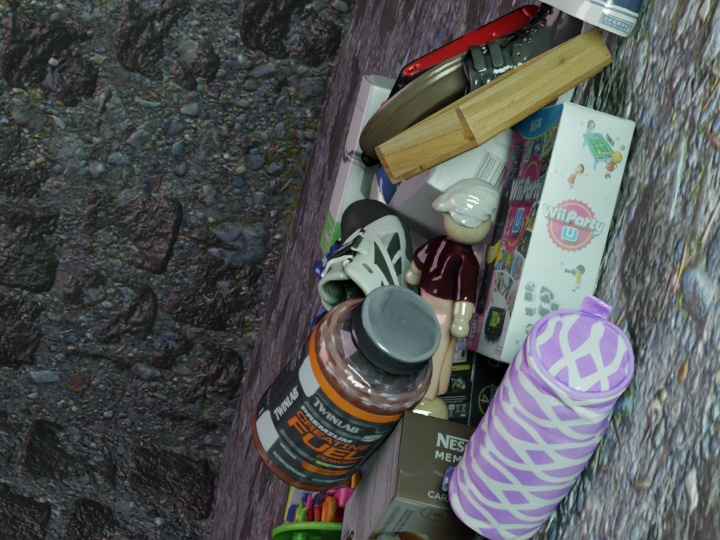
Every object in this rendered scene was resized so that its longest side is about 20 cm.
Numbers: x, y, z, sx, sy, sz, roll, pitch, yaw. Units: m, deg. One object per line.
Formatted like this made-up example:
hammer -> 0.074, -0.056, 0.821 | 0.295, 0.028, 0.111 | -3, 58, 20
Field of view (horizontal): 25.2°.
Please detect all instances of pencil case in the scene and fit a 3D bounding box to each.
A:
pencil case -> 0.127, 0.113, 1.148 | 0.086, 0.084, 0.201 | -52, -9, -42

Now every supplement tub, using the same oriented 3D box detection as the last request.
supplement tub -> -0.009, 0.094, 1.327 | 0.200, 0.106, 0.108 | 127, 157, -47

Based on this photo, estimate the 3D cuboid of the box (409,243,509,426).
box -> 0.060, 0.068, 1.473 | 0.199, 0.049, 0.163 | -12, 69, 54

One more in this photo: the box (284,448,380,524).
box -> -0.008, 0.209, 1.746 | 0.048, 0.121, 0.202 | 88, -165, -89

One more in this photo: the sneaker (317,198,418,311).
sneaker -> 0.000, 0.000, 1.473 | 0.074, 0.088, 0.201 | -53, 35, 31

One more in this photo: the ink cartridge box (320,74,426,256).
ink cartridge box -> 0.050, -0.098, 1.766 | 0.084, 0.144, 0.202 | -110, 33, -75

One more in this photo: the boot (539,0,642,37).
boot -> 0.175, -0.260, 1.331 | 0.200, 0.072, 0.091 | 38, 110, 53

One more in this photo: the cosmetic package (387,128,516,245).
cosmetic package -> 0.100, -0.072, 1.472 | 0.085, 0.107, 0.200 | -61, 7, -9

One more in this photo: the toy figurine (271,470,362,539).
toy figurine -> -0.012, 0.198, 1.658 | 0.200, 0.149, 0.186 | 128, 151, -65

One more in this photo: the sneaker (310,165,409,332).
sneaker -> -0.002, -0.012, 1.628 | 0.075, 0.087, 0.202 | -102, 21, -76

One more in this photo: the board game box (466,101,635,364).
board game box -> 0.147, -0.024, 1.277 | 0.148, 0.064, 0.202 | -171, 96, -82

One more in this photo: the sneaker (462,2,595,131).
sneaker -> 0.147, -0.203, 1.432 | 0.071, 0.098, 0.202 | -97, 22, -73

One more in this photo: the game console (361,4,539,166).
game console -> 0.094, -0.179, 1.594 | 0.031, 0.176, 0.200 | 55, 158, 12

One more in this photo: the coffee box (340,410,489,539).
coffee box -> 0.059, 0.204, 1.337 | 0.200, 0.113, 0.080 | 118, 163, -56

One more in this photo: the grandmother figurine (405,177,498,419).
grandmother figurine -> 0.071, 0.017, 1.360 | 0.121, 0.060, 0.202 | 37, 117, 51

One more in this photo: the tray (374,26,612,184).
tray -> 0.109, -0.132, 1.283 | 0.098, 0.037, 0.200 | -22, 9, 46

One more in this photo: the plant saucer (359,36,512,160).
plant saucer -> 0.091, -0.158, 1.562 | 0.030, 0.199, 0.200 | 62, 159, 13
